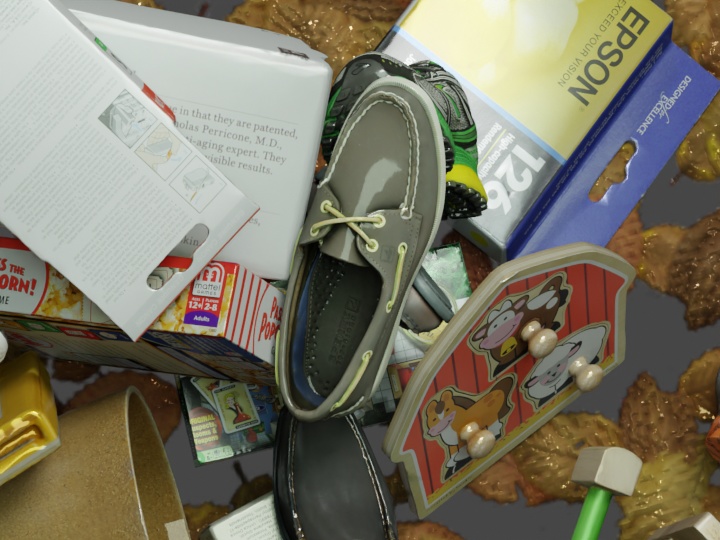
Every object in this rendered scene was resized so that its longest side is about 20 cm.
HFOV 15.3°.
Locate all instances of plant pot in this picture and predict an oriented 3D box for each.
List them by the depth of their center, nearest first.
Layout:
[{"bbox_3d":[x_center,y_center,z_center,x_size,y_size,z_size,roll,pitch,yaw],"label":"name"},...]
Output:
[{"bbox_3d":[-0.205,0.186,1.587,0.199,0.186,0.188,-16,83,2],"label":"plant pot"}]

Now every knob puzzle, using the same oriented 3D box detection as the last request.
[{"bbox_3d":[0.098,0.060,1.640,0.219,0.220,0.030,-36,61,-14],"label":"knob puzzle"}]

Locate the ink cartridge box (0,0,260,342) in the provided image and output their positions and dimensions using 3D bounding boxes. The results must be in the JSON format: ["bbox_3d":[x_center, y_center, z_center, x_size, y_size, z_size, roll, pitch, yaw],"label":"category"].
[{"bbox_3d":[-0.162,-0.069,1.486,0.200,0.050,0.109,44,93,-10],"label":"ink cartridge box"}]

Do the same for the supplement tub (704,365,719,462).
[{"bbox_3d":[0.306,0.046,1.714,0.122,0.123,0.201,30,76,-3],"label":"supplement tub"}]

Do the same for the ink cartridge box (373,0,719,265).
[{"bbox_3d":[0.111,-0.114,1.751,0.200,0.047,0.198,37,76,0],"label":"ink cartridge box"}]

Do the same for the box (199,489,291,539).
[{"bbox_3d":[-0.019,0.231,1.653,0.082,0.068,0.201,-25,85,-14],"label":"box"}]

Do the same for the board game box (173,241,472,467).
[{"bbox_3d":[-0.020,0.053,1.710,0.199,0.023,0.105,-13,80,-12],"label":"board game box"}]

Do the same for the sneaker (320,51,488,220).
[{"bbox_3d":[0.023,-0.092,1.625,0.078,0.200,0.086,-8,73,12],"label":"sneaker"}]

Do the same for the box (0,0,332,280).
[{"bbox_3d":[-0.129,-0.089,1.612,0.199,0.199,0.132,11,98,-7],"label":"box"}]

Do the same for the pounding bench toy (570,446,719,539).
[{"bbox_3d":[0.163,0.226,1.656,0.156,0.124,0.200,-43,89,-13],"label":"pounding bench toy"}]

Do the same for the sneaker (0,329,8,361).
[{"bbox_3d":[-0.277,0.067,1.571,0.074,0.200,0.080,40,64,-12],"label":"sneaker"}]

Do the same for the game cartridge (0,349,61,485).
[{"bbox_3d":[-0.256,0.115,1.553,0.176,0.200,0.033,-32,103,-3],"label":"game cartridge"}]

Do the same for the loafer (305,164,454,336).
[{"bbox_3d":[0.000,0.000,1.647,0.063,0.200,0.072,-39,118,1],"label":"loafer"}]

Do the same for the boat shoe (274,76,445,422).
[{"bbox_3d":[-0.002,-0.009,1.527,0.072,0.060,0.203,18,105,15],"label":"boat shoe"}]

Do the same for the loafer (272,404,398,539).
[{"bbox_3d":[-0.005,0.166,1.596,0.072,0.072,0.201,-12,80,-14],"label":"loafer"}]

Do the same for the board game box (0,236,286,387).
[{"bbox_3d":[-0.138,0.025,1.588,0.199,0.151,0.047,6,78,21],"label":"board game box"}]
